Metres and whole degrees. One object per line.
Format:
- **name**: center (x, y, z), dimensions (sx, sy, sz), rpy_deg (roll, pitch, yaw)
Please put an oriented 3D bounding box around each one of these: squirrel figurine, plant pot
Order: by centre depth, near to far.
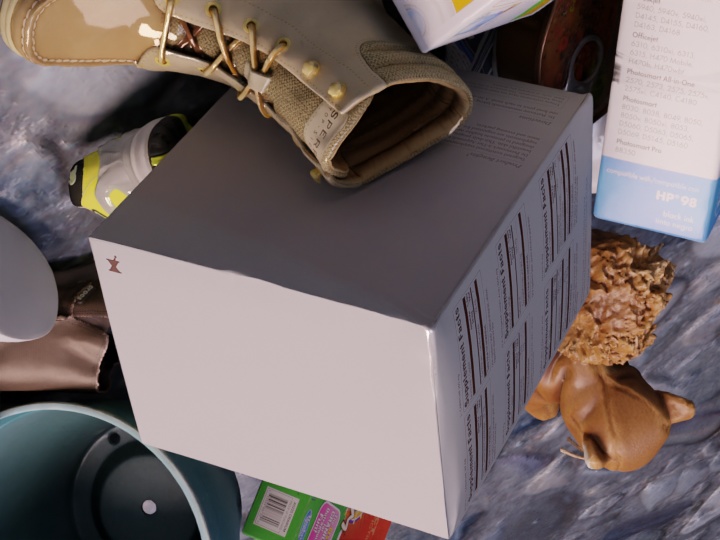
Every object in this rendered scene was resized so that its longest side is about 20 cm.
- **plant pot**: center (-0.165, 0.175, 1.061), dimensions (0.200, 0.201, 0.188), rpy_deg (-37, 175, 12)
- **squirrel figurine**: center (0.160, 0.052, 1.175), dimensions (0.141, 0.187, 0.200), rpy_deg (-20, 149, -15)

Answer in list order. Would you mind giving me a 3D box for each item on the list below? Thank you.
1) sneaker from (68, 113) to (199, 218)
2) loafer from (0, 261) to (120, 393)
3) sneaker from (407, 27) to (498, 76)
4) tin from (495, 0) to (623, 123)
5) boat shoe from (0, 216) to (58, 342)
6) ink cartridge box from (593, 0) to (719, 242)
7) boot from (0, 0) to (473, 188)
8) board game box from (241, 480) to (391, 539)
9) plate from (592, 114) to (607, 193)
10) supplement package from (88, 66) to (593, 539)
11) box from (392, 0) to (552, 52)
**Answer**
- **sneaker**: center (-0.100, -0.037, 0.951), dimensions (0.076, 0.076, 0.200), rpy_deg (-8, 157, 19)
- **loafer**: center (-0.181, 0.041, 0.977), dimensions (0.199, 0.071, 0.073), rpy_deg (-21, 149, -16)
- **sneaker**: center (0.054, -0.113, 0.965), dimensions (0.085, 0.077, 0.201), rpy_deg (-15, 138, -12)
- **tin**: center (0.134, -0.177, 0.882), dimensions (0.112, 0.042, 0.201), rpy_deg (1, 112, -48)
- **boat shoe**: center (-0.245, -0.005, 0.872), dimensions (0.056, 0.069, 0.200), rpy_deg (-9, 161, 28)
- **ink cartridge box**: center (0.183, -0.132, 0.858), dimensions (0.116, 0.066, 0.201), rpy_deg (-49, 149, -52)
- **boot**: center (-0.059, -0.103, 0.778), dimensions (0.199, 0.156, 0.073), rpy_deg (-12, 140, -30)
- **board game box**: center (-0.009, 0.142, 1.201), dimensions (0.154, 0.040, 0.200), rpy_deg (-68, 158, -6)
- **plate**: center (0.206, -0.136, 1.009), dimensions (0.199, 0.032, 0.201), rpy_deg (-1, 113, -40)
- **supplement package**: center (0.000, 0.000, 0.844), dimensions (0.200, 0.190, 0.148), rpy_deg (-53, 148, -41)
- **box**: center (0.094, -0.203, 0.734), dimensions (0.200, 0.113, 0.101), rpy_deg (-33, 176, 43)
